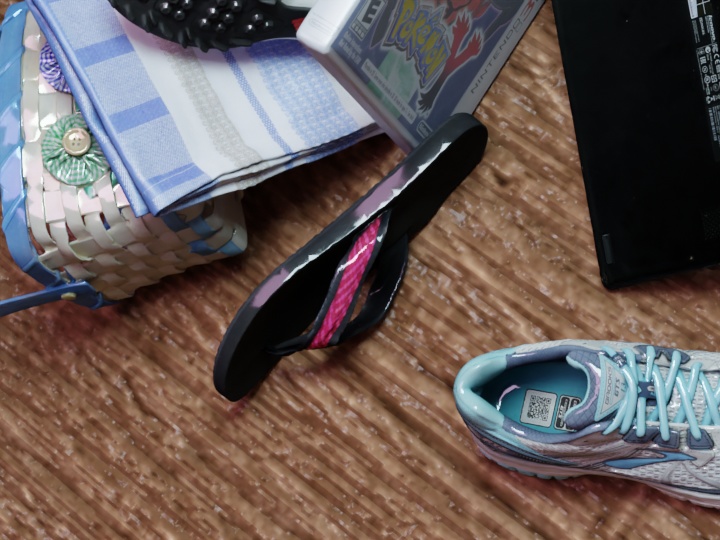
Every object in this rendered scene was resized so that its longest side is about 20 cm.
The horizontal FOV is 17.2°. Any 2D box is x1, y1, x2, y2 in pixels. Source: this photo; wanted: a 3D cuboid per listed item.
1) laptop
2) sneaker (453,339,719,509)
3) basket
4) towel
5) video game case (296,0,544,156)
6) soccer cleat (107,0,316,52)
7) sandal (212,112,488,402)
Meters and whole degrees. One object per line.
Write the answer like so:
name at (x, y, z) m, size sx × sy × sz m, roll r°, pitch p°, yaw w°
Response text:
laptop at (0.213, -0.102, 1.196) m, size 0.199 × 0.115 × 0.188 m, roll -15°, pitch 82°, yaw 48°
sneaker at (0.137, 0.071, 1.154) m, size 0.199 × 0.086 × 0.078 m, roll -2°, pitch 73°, yaw 23°
basket at (-0.168, -0.065, 1.302) m, size 0.199 × 0.139 × 0.177 m, roll -15°, pitch 68°, yaw 20°
towel at (-0.065, -0.118, 1.250) m, size 0.147 × 0.199 × 0.024 m, roll 62°, pitch 145°, yaw 7°
video game case at (0.054, -0.157, 1.203) m, size 0.023 × 0.200 × 0.183 m, roll 32°, pitch 87°, yaw 23°
soccer cleat at (-0.047, -0.157, 1.228) m, size 0.068 × 0.199 × 0.074 m, roll -49°, pitch 48°, yaw 46°
sandal at (0.000, 0.000, 1.249) m, size 0.200 × 0.075 × 0.045 m, roll -44°, pitch 73°, yaw 2°
